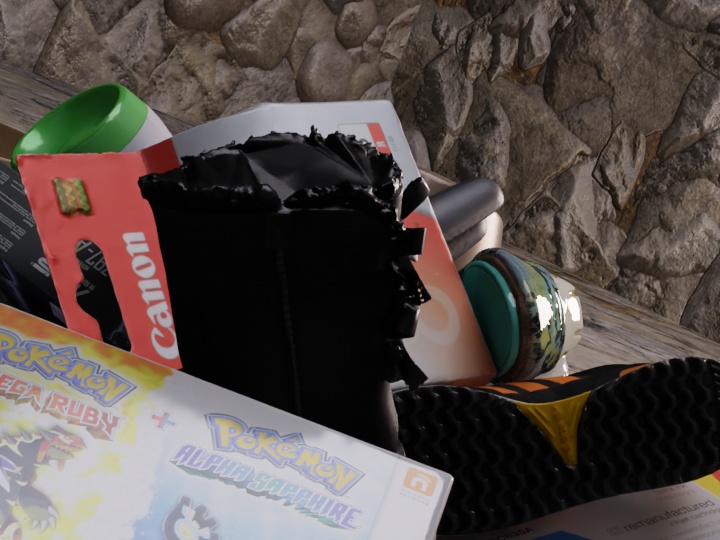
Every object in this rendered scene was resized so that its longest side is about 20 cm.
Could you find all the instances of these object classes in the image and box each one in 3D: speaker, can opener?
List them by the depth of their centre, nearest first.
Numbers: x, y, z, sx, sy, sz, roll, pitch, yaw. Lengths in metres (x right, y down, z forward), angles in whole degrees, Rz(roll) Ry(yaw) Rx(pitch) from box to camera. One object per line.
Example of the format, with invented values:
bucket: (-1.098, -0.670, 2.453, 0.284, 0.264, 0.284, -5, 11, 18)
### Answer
can opener: (0.000, 0.000, 1.030, 0.079, 0.200, 0.063, 56, -28, 11)
speaker: (-0.104, -0.001, 1.064, 0.200, 0.088, 0.088, 57, -10, -26)

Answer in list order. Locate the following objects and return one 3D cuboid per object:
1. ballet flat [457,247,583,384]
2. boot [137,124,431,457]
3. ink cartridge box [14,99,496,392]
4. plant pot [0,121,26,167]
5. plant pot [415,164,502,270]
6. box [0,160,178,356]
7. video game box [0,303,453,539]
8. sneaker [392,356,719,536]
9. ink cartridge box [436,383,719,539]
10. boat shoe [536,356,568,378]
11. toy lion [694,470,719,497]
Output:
ballet flat: (0.078, 0.024, 1.019, 0.074, 0.075, 0.200, 20, -6, -13)
boot: (-0.066, 0.031, 0.799, 0.197, 0.163, 0.073, -5, 31, -8)
ink cartridge box: (-0.047, -0.004, 0.934, 0.199, 0.050, 0.163, -4, 63, -37)
plant pot: (-0.287, -0.035, 1.183, 0.200, 0.135, 0.200, 21, 6, -2)
plant pot: (0.011, 0.026, 1.270, 0.200, 0.175, 0.200, 23, -10, 4)
box: (-0.158, 0.023, 1.027, 0.200, 0.044, 0.160, 35, -25, 18)
video game box: (-0.082, 0.110, 0.690, 0.199, 0.047, 0.182, 20, 37, 3)
sneaker: (0.080, 0.085, 0.929, 0.199, 0.070, 0.090, -9, -7, -1)
ink cartridge box: (0.080, 0.138, 0.978, 0.146, 0.086, 0.200, -11, 27, -32)
boat shoe: (0.037, 0.078, 1.126, 0.199, 0.066, 0.072, -8, 10, -23)
toy lion: (0.207, 0.157, 1.172, 0.200, 0.069, 0.192, 35, 18, -5)
